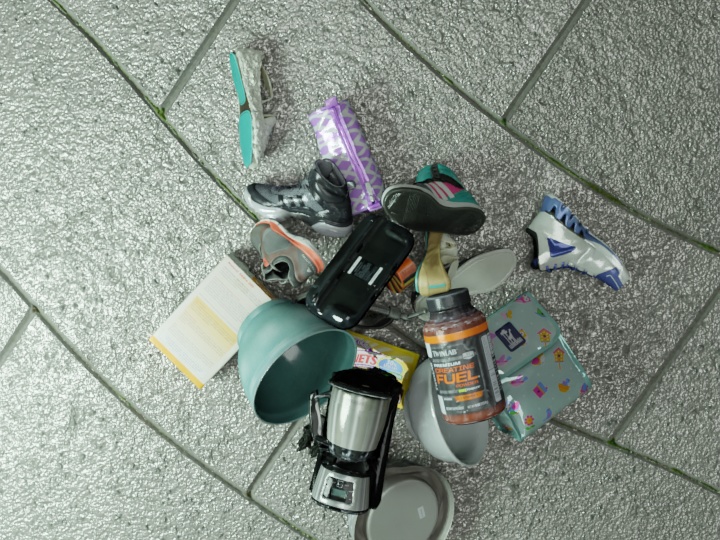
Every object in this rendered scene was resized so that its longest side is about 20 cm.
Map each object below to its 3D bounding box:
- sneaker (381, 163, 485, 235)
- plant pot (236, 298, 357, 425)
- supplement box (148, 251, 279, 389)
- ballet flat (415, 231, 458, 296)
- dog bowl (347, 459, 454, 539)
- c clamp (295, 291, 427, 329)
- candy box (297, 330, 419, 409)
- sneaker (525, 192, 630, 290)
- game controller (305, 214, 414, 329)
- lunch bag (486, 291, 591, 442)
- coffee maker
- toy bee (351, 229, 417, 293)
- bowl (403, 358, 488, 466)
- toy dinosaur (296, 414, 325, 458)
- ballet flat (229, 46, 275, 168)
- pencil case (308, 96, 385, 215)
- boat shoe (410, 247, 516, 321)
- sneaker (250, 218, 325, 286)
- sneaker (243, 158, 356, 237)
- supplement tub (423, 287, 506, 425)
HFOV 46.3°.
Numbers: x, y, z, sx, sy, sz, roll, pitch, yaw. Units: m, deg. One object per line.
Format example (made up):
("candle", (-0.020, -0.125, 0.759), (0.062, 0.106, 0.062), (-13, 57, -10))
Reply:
("sneaker", (0.108, -0.130, 1.409), (0.197, 0.121, 0.084), (12, 123, -31))
("plant pot", (-0.123, 0.133, 1.383), (0.200, 0.200, 0.134), (-46, 56, 3))
("supplement box", (-0.248, 0.084, 1.447), (0.126, 0.074, 0.200), (45, 93, -6))
("ballet flat", (0.133, -0.018, 1.392), (0.062, 0.201, 0.070), (-3, 121, 14))
("dog bowl", (0.066, 0.425, 1.471), (0.197, 0.059, 0.204), (-7, 106, -25))
("c clamp", (-0.007, 0.061, 1.410), (0.197, 0.171, 0.028), (14, 69, -13))
("candy box", (-0.003, 0.164, 1.476), (0.197, 0.026, 0.104), (18, 82, -1))
("sneaker", (0.360, -0.026, 1.462), (0.199, 0.081, 0.115), (44, 97, 1))
("game controller", (0.000, 0.000, 1.337), (0.103, 0.042, 0.201), (30, 72, 21))
("lunch bag", (0.271, 0.159, 1.444), (0.169, 0.122, 0.202), (-33, 99, -10))
("coffee maker", (0.003, 0.273, 1.363), (0.133, 0.191, 0.204), (15, 96, 34))
("toy bee", (0.031, -0.014, 1.430), (0.129, 0.201, 0.110), (-21, 133, -5))
("bowl", (0.135, 0.238, 1.440), (0.089, 0.201, 0.204), (-18, 98, 30))
("toy dinosaur", (-0.034, 0.310, 1.483), (0.134, 0.102, 0.203), (22, 57, -19))
("ballet flat", (-0.175, -0.276, 1.418), (0.070, 0.072, 0.204), (-7, 96, -1))
("pencil case", (-0.019, -0.188, 1.421), (0.083, 0.086, 0.203), (-26, 96, -1))
("boat shoe", (0.176, 0.016, 1.463), (0.198, 0.060, 0.074), (-34, 115, 3))
("sneaker", (-0.141, -0.025, 1.380), (0.082, 0.199, 0.078), (-44, 123, -18))
("sneaker", (-0.097, -0.137, 1.401), (0.197, 0.076, 0.115), (19, 122, 10))
("supplement tub", (0.159, 0.133, 1.332), (0.105, 0.107, 0.204), (-15, 93, 0))
